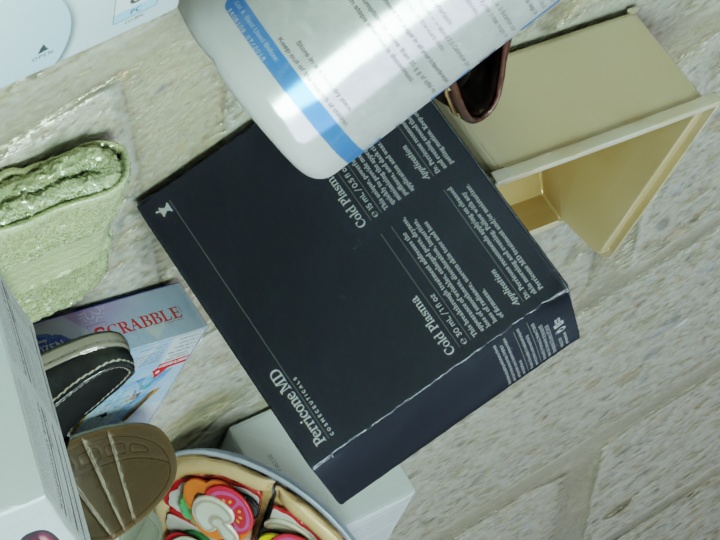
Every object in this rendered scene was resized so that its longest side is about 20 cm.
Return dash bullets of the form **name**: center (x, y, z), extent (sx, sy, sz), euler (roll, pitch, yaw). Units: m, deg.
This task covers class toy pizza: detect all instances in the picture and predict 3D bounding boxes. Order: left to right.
- **toy pizza**: center (-0.078, 0.211, 1.859), extent (0.032, 0.199, 0.201), euler (-53, 173, -36)

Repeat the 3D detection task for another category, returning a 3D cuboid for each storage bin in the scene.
- **storage bin**: center (0.104, -0.060, 1.687), extent (0.199, 0.094, 0.199), euler (-21, 155, -34)

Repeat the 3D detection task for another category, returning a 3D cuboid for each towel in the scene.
- **towel**: center (-0.220, 0.005, 1.402), extent (0.199, 0.037, 0.149), euler (-26, 158, -25)

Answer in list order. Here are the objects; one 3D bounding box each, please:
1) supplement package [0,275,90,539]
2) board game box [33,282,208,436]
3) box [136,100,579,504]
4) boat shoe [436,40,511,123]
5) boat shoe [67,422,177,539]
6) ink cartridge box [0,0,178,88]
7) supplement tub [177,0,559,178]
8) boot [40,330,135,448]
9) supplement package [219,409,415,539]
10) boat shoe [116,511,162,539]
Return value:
- **supplement package**: center (-0.259, 0.103, 1.308), extent (0.198, 0.157, 0.111), euler (-20, 152, 0)
- **board game box**: center (-0.218, 0.102, 1.610), extent (0.199, 0.041, 0.200), euler (-16, 151, -40)
- **box**: center (0.000, 0.000, 1.503), extent (0.181, 0.201, 0.104), euler (-34, 161, -3)
- **boat shoe**: center (0.065, -0.157, 1.449), extent (0.070, 0.071, 0.200), euler (-29, 158, -13)
- **boat shoe**: center (-0.209, 0.153, 1.595), extent (0.199, 0.073, 0.065), euler (-30, -165, -26)
- **ink cartridge box**: center (-0.150, -0.158, 1.137), extent (0.159, 0.047, 0.200), euler (-27, 160, -22)
- **supplement tub**: center (0.017, -0.154, 1.289), extent (0.199, 0.132, 0.132), euler (-36, 160, 6)
- **boot**: center (-0.188, 0.145, 1.478), extent (0.199, 0.151, 0.073), euler (-36, 158, 5)
- **supplement package**: center (-0.054, 0.195, 1.971), extent (0.109, 0.114, 0.200), euler (-22, 157, -29)
- **boat shoe**: center (-0.186, 0.193, 1.841), extent (0.072, 0.060, 0.202), euler (-59, 171, -25)
